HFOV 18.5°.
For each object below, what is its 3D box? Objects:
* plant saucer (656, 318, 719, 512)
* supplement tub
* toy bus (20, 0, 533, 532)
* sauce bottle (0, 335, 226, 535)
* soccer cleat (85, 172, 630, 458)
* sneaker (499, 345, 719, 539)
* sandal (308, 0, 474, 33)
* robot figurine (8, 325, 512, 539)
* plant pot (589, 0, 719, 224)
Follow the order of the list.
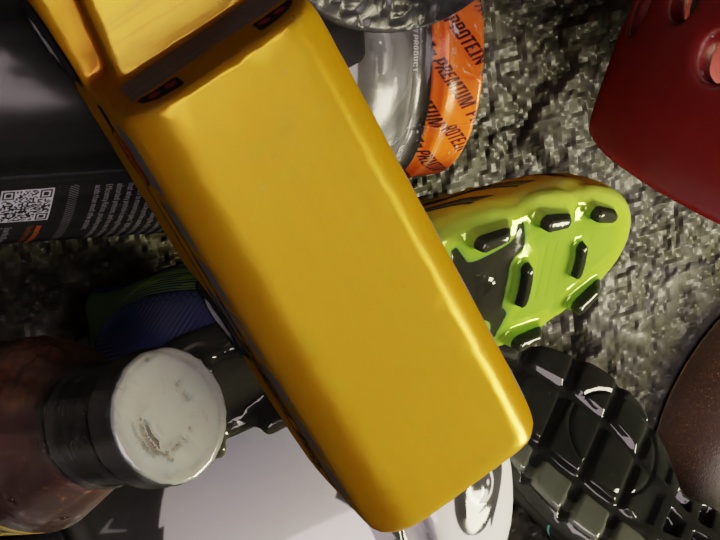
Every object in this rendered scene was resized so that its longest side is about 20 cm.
[{"bbox_3d":[0.220,0.082,0.964,0.200,0.032,0.201,-8,113,-19],"label":"plant saucer"},{"bbox_3d":[-0.068,-0.073,0.724,0.200,0.123,0.123,-4,112,-21],"label":"supplement tub"},{"bbox_3d":[-0.025,-0.023,0.646,0.065,0.078,0.200,-34,119,-8],"label":"toy bus"},{"bbox_3d":[-0.115,0.054,0.712,0.066,0.200,0.066,6,80,-34],"label":"sauce bottle"},{"bbox_3d":[0.000,-0.001,0.761,0.200,0.084,0.065,-20,131,-20],"label":"soccer cleat"},{"bbox_3d":[0.104,0.110,0.898,0.200,0.079,0.075,40,51,-11],"label":"sneaker"},{"bbox_3d":[0.039,-0.145,0.699,0.200,0.048,0.075,-46,124,-23],"label":"sandal"},{"bbox_3d":[-0.041,0.094,0.802,0.200,0.125,0.150,-24,126,-13],"label":"robot figurine"},{"bbox_3d":[0.198,-0.093,0.728,0.200,0.200,0.183,14,104,-27],"label":"plant pot"}]
